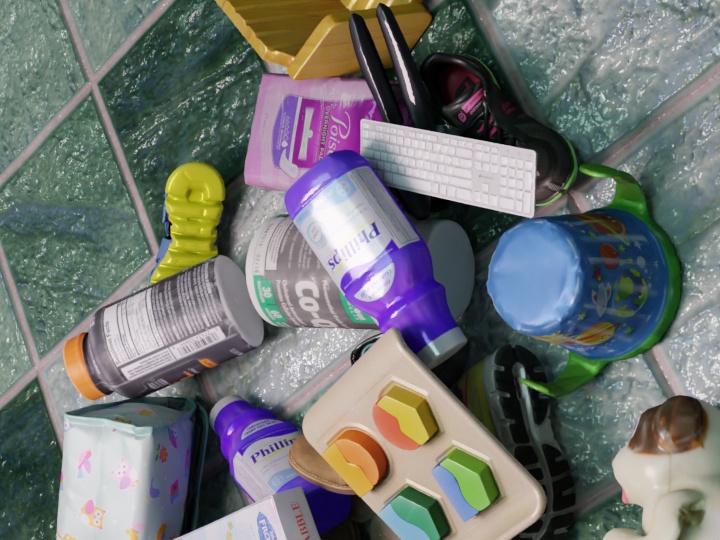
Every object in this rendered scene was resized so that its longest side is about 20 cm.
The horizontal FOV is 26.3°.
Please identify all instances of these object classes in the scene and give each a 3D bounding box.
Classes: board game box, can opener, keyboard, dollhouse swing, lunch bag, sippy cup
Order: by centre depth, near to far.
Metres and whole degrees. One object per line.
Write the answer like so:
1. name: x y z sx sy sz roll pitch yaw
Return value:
1. sippy cup: 0.180 0.009 1.301 0.139 0.130 0.178 -24 71 38
2. keyboard: 0.072 -0.090 1.320 0.200 0.011 0.056 16 106 43
3. can opener: 0.041 -0.145 1.406 0.079 0.063 0.201 -169 64 -82
4. board game box: -0.092 0.328 1.470 0.199 0.041 0.200 -30 77 46
5. dollhouse swing: -0.028 -0.321 1.498 0.200 0.181 0.176 53 139 31
6. lunch bag: -0.228 0.222 1.611 0.122 0.200 0.171 7 94 16

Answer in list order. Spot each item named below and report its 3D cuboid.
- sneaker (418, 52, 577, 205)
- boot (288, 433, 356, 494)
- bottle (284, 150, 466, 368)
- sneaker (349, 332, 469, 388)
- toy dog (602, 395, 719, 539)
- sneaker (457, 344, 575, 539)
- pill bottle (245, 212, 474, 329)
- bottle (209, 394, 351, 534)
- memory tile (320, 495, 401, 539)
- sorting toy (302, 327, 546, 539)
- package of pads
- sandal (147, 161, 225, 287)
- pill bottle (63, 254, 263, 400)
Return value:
1. sneaker: 0.117 -0.129 1.396 0.200 0.084 0.077 47 109 33
2. boot: 0.014 0.168 1.435 0.200 0.074 0.076 8 126 35
3. bottle: 0.017 -0.006 1.344 0.083 0.065 0.200 -40 78 28
4. sneaker: 0.016 0.096 1.453 0.200 0.079 0.076 -39 40 43
5. toy dog: 0.275 0.193 1.201 0.194 0.139 0.200 -38 62 18
6. sneaker: 0.131 0.172 1.377 0.090 0.078 0.201 -21 70 53
7. pill bottle: 0.000 0.000 1.465 0.200 0.113 0.113 0 86 34
8. bottle: -0.088 0.191 1.550 0.200 0.083 0.065 39 141 50
9. memory tile: 0.043 0.232 1.479 0.153 0.017 0.200 44 115 35
10. sorting toy: 0.046 0.169 1.334 0.200 0.036 0.185 49 138 6
11. package of pads: -0.028 -0.130 1.522 0.200 0.076 0.121 12 96 48
12. sandal: -0.186 -0.029 1.676 0.087 0.079 0.201 -112 34 -70
13. pill bottle: -0.210 0.068 1.614 0.200 0.106 0.106 -23 70 14
